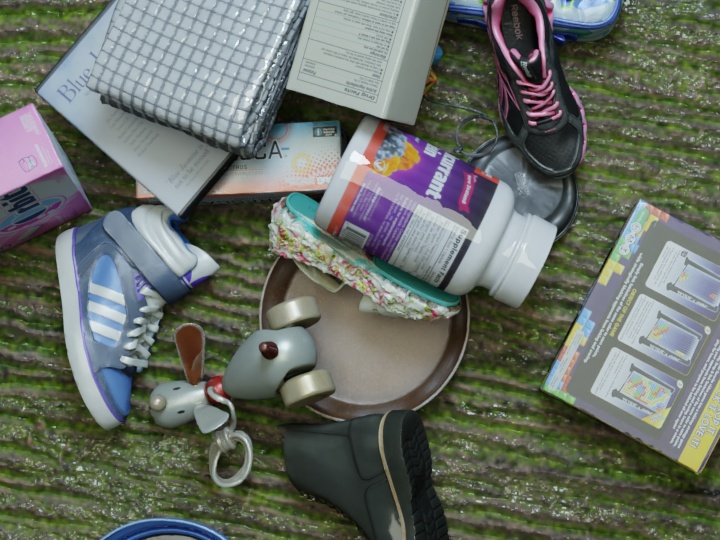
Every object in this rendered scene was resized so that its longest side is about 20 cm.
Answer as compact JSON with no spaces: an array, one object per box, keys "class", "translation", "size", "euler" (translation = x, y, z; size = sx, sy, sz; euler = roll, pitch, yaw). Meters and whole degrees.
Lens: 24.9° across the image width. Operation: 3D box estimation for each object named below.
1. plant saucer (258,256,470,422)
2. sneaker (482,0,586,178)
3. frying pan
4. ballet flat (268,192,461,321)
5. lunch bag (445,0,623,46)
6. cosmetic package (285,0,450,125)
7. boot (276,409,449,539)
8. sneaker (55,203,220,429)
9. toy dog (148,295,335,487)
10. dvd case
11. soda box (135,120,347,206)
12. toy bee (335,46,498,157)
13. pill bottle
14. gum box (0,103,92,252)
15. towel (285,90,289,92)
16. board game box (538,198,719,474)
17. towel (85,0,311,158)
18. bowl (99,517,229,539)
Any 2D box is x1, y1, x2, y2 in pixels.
[{"class":"plant saucer","translation":[0.004,0.044,1.540],"size":[0.199,0.034,0.202],"euler":[0,85,4]},{"class":"sneaker","translation":[0.153,-0.174,1.468],"size":[0.079,0.095,0.201],"euler":[-16,102,9]},{"class":"frying pan","translation":[0.114,-0.081,1.530],"size":[0.189,0.031,0.116],"euler":[8,74,-5]},{"class":"ballet flat","translation":[0.000,0.000,1.503],"size":[0.199,0.076,0.064],"euler":[33,119,12]},{"class":"lunch bag","translation":[0.157,-0.301,1.537],"size":[0.199,0.082,0.162],"euler":[11,88,7]},{"class":"cosmetic package","translation":[0.019,-0.237,1.412],"size":[0.103,0.073,0.201],"euler":[20,99,24]},{"class":"boot","translation":[0.002,0.227,1.515],"size":[0.138,0.077,0.201],"euler":[-4,97,27]},{"class":"sneaker","translation":[-0.199,0.036,1.535],"size":[0.146,0.081,0.201],"euler":[-14,78,8]},{"class":"toy dog","translation":[-0.116,0.098,1.484],"size":[0.200,0.096,0.132],"euler":[-44,65,16]},{"class":"dvd case","translation":[-0.190,-0.162,1.523],"size":[0.200,0.018,0.143],"euler":[40,89,17]},{"class":"soda box","translation":[-0.112,-0.100,1.549],"size":[0.199,0.064,0.069],"euler":[-2,84,4]},{"class":"toy bee","translation":[0.036,-0.196,1.504],"size":[0.199,0.109,0.132],"euler":[26,102,24]},{"class":"pill bottle","translation":[0.069,-0.047,1.454],"size":[0.199,0.111,0.112],"euler":[27,87,-1]},{"class":"gum box","translation":[-0.322,-0.077,1.503],"size":[0.113,0.200,0.066],"euler":[-26,82,-5]},{"class":"towel","translation":[-0.129,-0.236,1.509],"size":[0.086,0.018,0.201],"euler":[-28,74,3]},{"class":"board game box","translation":[0.281,0.060,1.501],"size":[0.165,0.057,0.201],"euler":[29,87,5]},{"class":"towel","translation":[-0.130,-0.217,1.455],"size":[0.165,0.086,0.201],"euler":[22,84,17]},{"class":"bowl","translation":[-0.181,0.331,1.526],"size":[0.199,0.039,0.202],"euler":[0,84,5]}]
